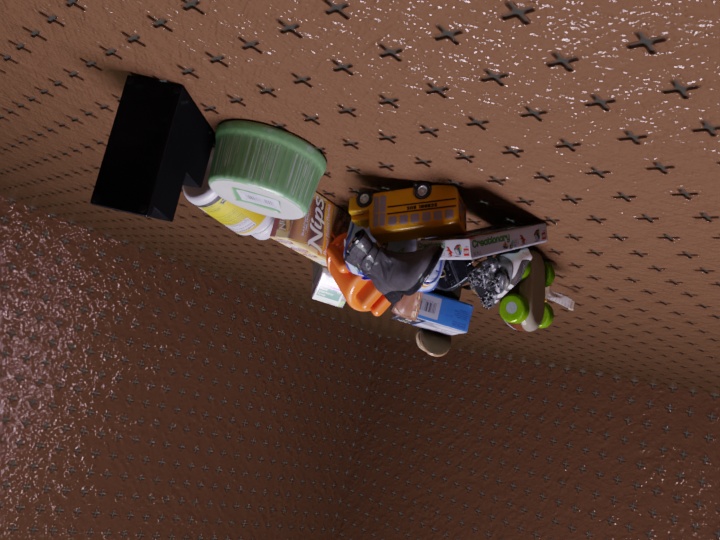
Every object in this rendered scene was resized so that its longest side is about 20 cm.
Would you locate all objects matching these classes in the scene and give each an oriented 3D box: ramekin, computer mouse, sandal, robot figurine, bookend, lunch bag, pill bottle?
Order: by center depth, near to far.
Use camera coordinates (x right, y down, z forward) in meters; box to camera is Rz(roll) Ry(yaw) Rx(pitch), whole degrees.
[{"bbox_3d":[-0.318,-0.165,1.026,0.090,0.204,0.200,11,171,5],"label":"bookend"},{"bbox_3d":[-0.162,-0.163,1.093,0.195,0.100,0.200,15,170,3],"label":"ramekin"},{"bbox_3d":[0.064,-0.048,1.194,0.195,0.164,0.076,13,169,6],"label":"lunch bag"},{"bbox_3d":[-0.240,-0.140,1.250,0.110,0.115,0.199,8,163,34],"label":"pill bottle"},{"bbox_3d":[0.225,-0.017,1.253,0.034,0.060,0.199,4,151,-44],"label":"computer mouse"},{"bbox_3d":[0.001,0.001,1.298,0.141,0.119,0.201,-10,-138,-24],"label":"robot figurine"},{"bbox_3d":[0.164,0.155,1.508,0.076,0.071,0.213,16,-148,-7],"label":"sandal"}]

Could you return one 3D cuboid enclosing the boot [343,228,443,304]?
[{"bbox_3d":[0.044,-0.020,1.060,0.131,0.070,0.200,40,148,-5],"label":"boot"}]

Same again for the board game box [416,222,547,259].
[{"bbox_3d":[0.207,-0.050,1.091,0.197,0.036,0.125,-12,-172,-37],"label":"board game box"}]

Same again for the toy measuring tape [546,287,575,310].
[{"bbox_3d":[0.406,0.052,1.486,0.196,0.075,0.073,21,169,-25],"label":"toy measuring tape"}]

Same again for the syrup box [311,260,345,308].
[{"bbox_3d":[-0.066,-0.011,1.510,0.077,0.082,0.202,17,-147,-15],"label":"syrup box"}]

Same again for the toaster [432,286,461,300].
[{"bbox_3d":[0.134,-0.005,1.436,0.177,0.122,0.199,10,169,31],"label":"toaster"}]

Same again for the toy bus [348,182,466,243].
[{"bbox_3d":[0.079,-0.096,1.095,0.195,0.080,0.065,-6,163,22],"label":"toy bus"}]

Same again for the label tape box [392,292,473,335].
[{"bbox_3d":[0.150,0.096,1.434,0.141,0.065,0.200,17,169,-7],"label":"label tape box"}]

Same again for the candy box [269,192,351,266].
[{"bbox_3d":[-0.095,-0.090,1.336,0.054,0.118,0.199,7,167,34],"label":"candy box"}]

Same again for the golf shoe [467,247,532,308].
[{"bbox_3d":[0.254,0.010,1.159,0.079,0.093,0.200,59,171,7],"label":"golf shoe"}]

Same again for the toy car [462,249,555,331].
[{"bbox_3d":[0.275,0.040,1.315,0.196,0.162,0.163,-1,172,37],"label":"toy car"}]

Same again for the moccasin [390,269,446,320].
[{"bbox_3d":[0.127,0.003,1.282,0.076,0.206,0.074,21,-172,-3],"label":"moccasin"}]
